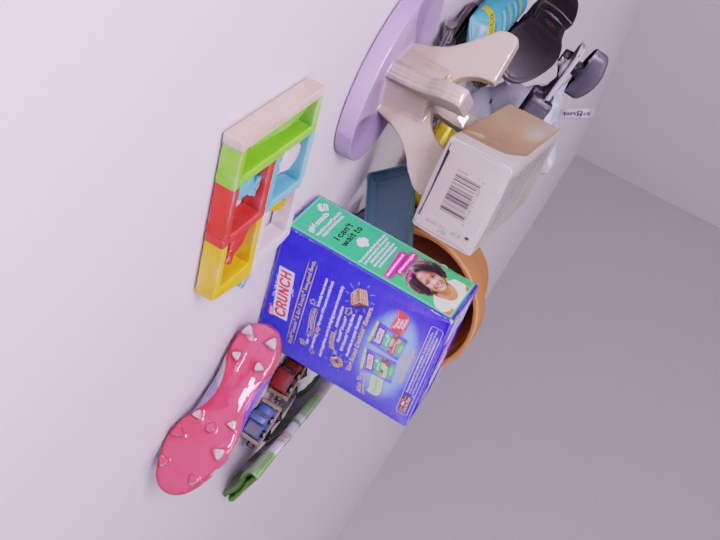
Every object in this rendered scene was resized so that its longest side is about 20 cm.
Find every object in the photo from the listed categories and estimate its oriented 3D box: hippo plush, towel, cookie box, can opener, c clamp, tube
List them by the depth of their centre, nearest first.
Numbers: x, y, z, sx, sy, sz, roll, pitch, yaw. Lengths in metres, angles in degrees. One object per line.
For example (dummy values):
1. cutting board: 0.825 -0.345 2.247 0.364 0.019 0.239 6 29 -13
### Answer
1. cookie box: 0.001 0.044 0.966 0.075 0.199 0.172 -47 162 -48
2. tube: 0.160 -0.307 1.116 0.200 0.050 0.078 -55 147 -50
3. c clamp: 0.102 -0.248 1.132 0.200 0.027 0.171 98 18 -58
4. can opener: 0.248 -0.210 1.187 0.200 0.067 0.053 -57 -175 36
5. towel: -0.111 0.223 1.248 0.200 0.031 0.149 -49 178 -35
6. hippo plush: 0.242 -0.223 1.383 0.161 0.199 0.160 -15 95 -58

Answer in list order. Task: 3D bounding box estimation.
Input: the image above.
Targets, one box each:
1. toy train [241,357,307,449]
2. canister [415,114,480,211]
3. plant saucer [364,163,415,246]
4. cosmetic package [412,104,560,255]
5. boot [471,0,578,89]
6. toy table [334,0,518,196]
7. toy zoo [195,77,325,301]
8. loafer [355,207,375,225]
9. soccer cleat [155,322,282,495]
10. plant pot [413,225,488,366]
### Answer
1. toy train: -0.096 0.144 1.183 0.201 0.034 0.046 -59 164 -8
2. canister: 0.129 -0.138 1.293 0.149 0.086 0.200 -60 172 -1
3. plant saucer: 0.033 -0.025 1.055 0.019 0.070 0.201 24 64 -48
4. cosmetic package: 0.137 -0.101 0.948 0.200 0.071 0.106 -36 154 -60
5. boot: 0.207 -0.293 1.239 0.200 0.069 0.174 -52 -169 -29
6. toy table: 0.070 -0.185 0.929 0.201 0.117 0.184 -63 167 15
7. toy zoo: -0.091 -0.058 0.791 0.131 0.020 0.201 -46 160 -49
8. loafer: 0.000 0.000 1.172 0.063 0.072 0.201 -54 163 -43
9. soccer cleat: -0.143 0.146 0.946 0.201 0.066 0.077 -61 172 -12
10. plant pot: 0.091 0.019 1.248 0.140 0.199 0.201 -35 152 -58
